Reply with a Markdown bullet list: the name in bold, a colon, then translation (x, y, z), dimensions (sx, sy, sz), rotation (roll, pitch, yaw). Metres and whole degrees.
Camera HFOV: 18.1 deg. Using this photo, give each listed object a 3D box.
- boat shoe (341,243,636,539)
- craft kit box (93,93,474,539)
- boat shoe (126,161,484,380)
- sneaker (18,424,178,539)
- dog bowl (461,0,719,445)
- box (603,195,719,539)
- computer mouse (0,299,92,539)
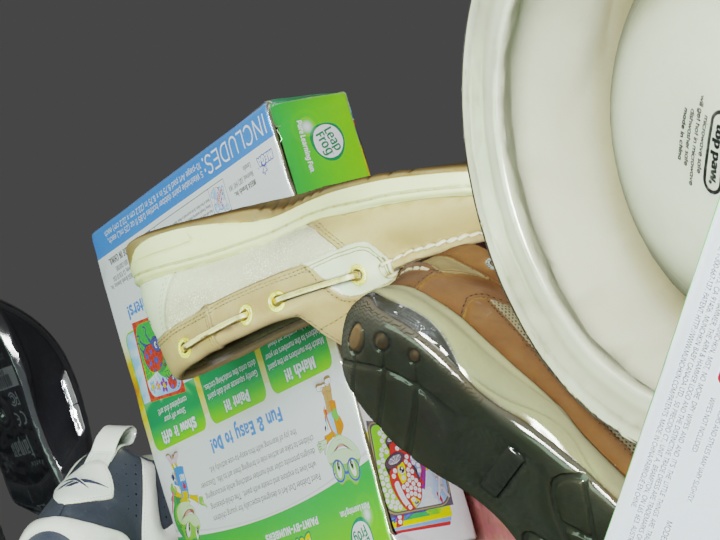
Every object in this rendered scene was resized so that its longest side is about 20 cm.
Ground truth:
- **boat shoe**: translation (0.085, 0.066, 0.785), dimensions (0.200, 0.074, 0.076), rotation (45, 145, 5)
- **craft kit box**: translation (-0.041, 0.046, 1.013), dimensions (0.200, 0.048, 0.199), rotation (-28, 73, 58)
- **boat shoe**: translation (0.000, 0.000, 0.875), dimensions (0.199, 0.074, 0.067), rotation (-13, 88, 35)
- **sneaker**: translation (-0.103, 0.157, 1.143), dimensions (0.079, 0.130, 0.199), rotation (-4, 138, 30)
- **dog bowl**: translation (0.118, -0.044, 0.712), dimensions (0.200, 0.073, 0.201), rotation (23, 118, 53)
- **box**: translation (0.163, 0.056, 0.577), dimensions (0.176, 0.097, 0.201), rotation (22, 125, 14)
- **computer mouse**: translation (-0.185, 0.107, 1.279), dimensions (0.140, 0.046, 0.201), rotation (-26, 89, 53)
